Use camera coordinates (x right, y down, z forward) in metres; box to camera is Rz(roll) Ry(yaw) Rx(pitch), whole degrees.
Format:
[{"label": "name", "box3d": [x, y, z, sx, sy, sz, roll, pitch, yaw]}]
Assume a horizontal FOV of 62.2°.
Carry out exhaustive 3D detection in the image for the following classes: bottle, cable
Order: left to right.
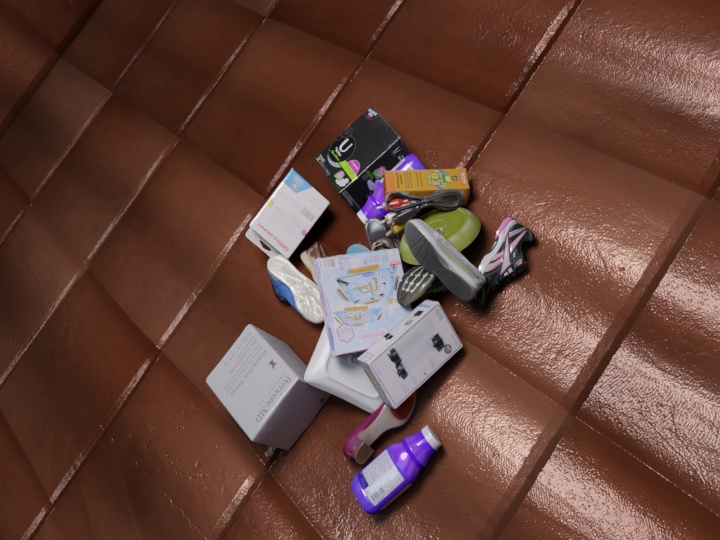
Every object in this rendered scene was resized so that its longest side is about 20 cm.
[{"label": "bottle", "box3d": [0.077, -0.188, 1.452, 0.199, 0.084, 0.066, -43, 20, 9]}, {"label": "bottle", "box3d": [0.074, 0.395, 1.197, 0.199, 0.065, 0.084, -43, 56, 4]}, {"label": "cable", "box3d": [0.129, -0.154, 1.344, 0.195, 0.099, 0.051, -23, 22, 2]}]

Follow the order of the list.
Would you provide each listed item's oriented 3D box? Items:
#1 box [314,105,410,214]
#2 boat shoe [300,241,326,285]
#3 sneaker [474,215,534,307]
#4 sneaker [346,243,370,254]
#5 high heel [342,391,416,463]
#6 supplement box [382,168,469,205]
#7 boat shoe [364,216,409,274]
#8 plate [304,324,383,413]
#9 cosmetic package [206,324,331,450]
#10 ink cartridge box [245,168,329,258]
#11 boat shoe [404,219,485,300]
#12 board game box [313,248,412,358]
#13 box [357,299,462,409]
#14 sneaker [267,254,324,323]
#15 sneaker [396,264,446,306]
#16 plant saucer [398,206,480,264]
[{"label": "box", "box3d": [0.013, -0.273, 1.498, 0.199, 0.124, 0.150, -39, 56, 5]}, {"label": "boat shoe", "box3d": [-0.077, 0.006, 1.457, 0.072, 0.072, 0.201, -42, 50, 6]}, {"label": "sneaker", "box3d": [0.305, -0.012, 1.261, 0.085, 0.080, 0.205, 25, 87, 22]}, {"label": "sneaker", "box3d": [0.000, 0.000, 1.380, 0.078, 0.130, 0.203, -34, 57, 11]}, {"label": "high heel", "box3d": [0.037, 0.318, 1.271, 0.199, 0.068, 0.096, -42, 13, -18]}, {"label": "supplement box", "box3d": [0.150, -0.189, 1.375, 0.192, 0.070, 0.068, -2, 55, -5]}, {"label": "boat shoe", "box3d": [0.063, -0.043, 1.383, 0.073, 0.073, 0.204, -32, 69, 11]}, {"label": "plate", "box3d": [0.001, 0.181, 1.282, 0.205, 0.196, 0.032, -67, 13, -12]}, {"label": "cosmetic package", "box3d": [-0.205, 0.265, 1.350, 0.199, 0.166, 0.169, 38, 88, 33]}, {"label": "ink cartridge box", "box3d": [-0.190, -0.133, 1.513, 0.202, 0.128, 0.125, -51, 11, -2]}, {"label": "boat shoe", "box3d": [0.171, -0.030, 1.220, 0.202, 0.075, 0.064, 44, 55, 10]}, {"label": "board game box", "box3d": [0.012, 0.065, 1.265, 0.041, 0.194, 0.206, 144, 116, -62]}, {"label": "box", "box3d": [0.102, 0.168, 1.221, 0.199, 0.118, 0.060, -39, 16, -17]}, {"label": "sneaker", "box3d": [-0.154, 0.058, 1.467, 0.077, 0.112, 0.200, -42, 77, -18]}, {"label": "sneaker", "box3d": [0.161, 0.021, 1.291, 0.199, 0.090, 0.076, -41, 31, -21]}, {"label": "plant saucer", "box3d": [0.170, -0.087, 1.329, 0.194, 0.032, 0.202, -21, 29, 12]}]
